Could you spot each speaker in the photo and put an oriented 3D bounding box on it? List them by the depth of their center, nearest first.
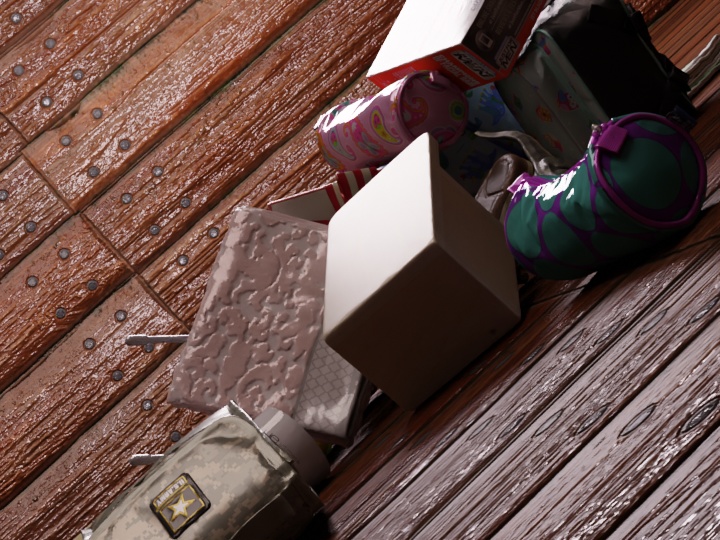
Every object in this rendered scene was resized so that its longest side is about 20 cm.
[{"bbox_3d":[-0.119,0.207,1.552,0.200,0.081,0.081,-42,2,-21],"label":"speaker"}]

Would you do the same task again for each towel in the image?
[{"bbox_3d":[-0.063,0.049,1.687,0.032,0.190,0.201,54,-129,-61],"label":"towel"},{"bbox_3d":[0.314,-0.174,2.037,0.149,0.031,0.200,-42,2,-31],"label":"towel"}]

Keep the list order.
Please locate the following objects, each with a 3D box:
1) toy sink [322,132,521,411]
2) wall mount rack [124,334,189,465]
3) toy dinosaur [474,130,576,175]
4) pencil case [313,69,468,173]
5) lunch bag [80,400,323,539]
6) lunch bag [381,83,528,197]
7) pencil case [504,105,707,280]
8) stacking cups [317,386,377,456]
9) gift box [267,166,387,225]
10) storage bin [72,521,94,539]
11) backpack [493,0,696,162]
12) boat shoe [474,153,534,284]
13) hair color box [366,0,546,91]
[{"bbox_3d":[0.052,0.000,1.561,0.130,0.112,0.200,-41,22,21],"label":"toy sink"},{"bbox_3d":[-0.138,0.120,1.809,0.173,0.201,0.074,-4,3,-45],"label":"wall mount rack"},{"bbox_3d":[0.176,-0.077,1.564,0.200,0.088,0.048,52,128,55],"label":"toy dinosaur"},{"bbox_3d":[0.028,-0.147,1.860,0.087,0.088,0.200,-43,13,-22],"label":"pencil case"},{"bbox_3d":[-0.115,0.190,1.365,0.164,0.118,0.200,-42,8,-6],"label":"lunch bag"},{"bbox_3d":[0.133,-0.111,1.966,0.170,0.199,0.128,-41,29,46],"label":"lunch bag"},{"bbox_3d":[0.169,-0.050,1.307,0.085,0.092,0.200,-43,1,-19],"label":"pencil case"},{"bbox_3d":[-0.029,0.138,1.763,0.060,0.061,0.200,-41,-3,28],"label":"stacking cups"},{"bbox_3d":[0.000,0.000,1.819,0.199,0.185,0.187,-22,0,0],"label":"gift box"},{"bbox_3d":[-0.253,0.302,1.919,0.200,0.094,0.199,-42,1,19],"label":"storage bin"},{"bbox_3d":[0.223,-0.185,1.840,0.153,0.176,0.200,-40,9,4],"label":"backpack"},{"bbox_3d":[0.118,0.000,1.660,0.203,0.075,0.075,-60,23,15],"label":"boat shoe"},{"bbox_3d":[0.095,-0.234,1.837,0.111,0.064,0.200,-62,20,-16],"label":"hair color box"}]
